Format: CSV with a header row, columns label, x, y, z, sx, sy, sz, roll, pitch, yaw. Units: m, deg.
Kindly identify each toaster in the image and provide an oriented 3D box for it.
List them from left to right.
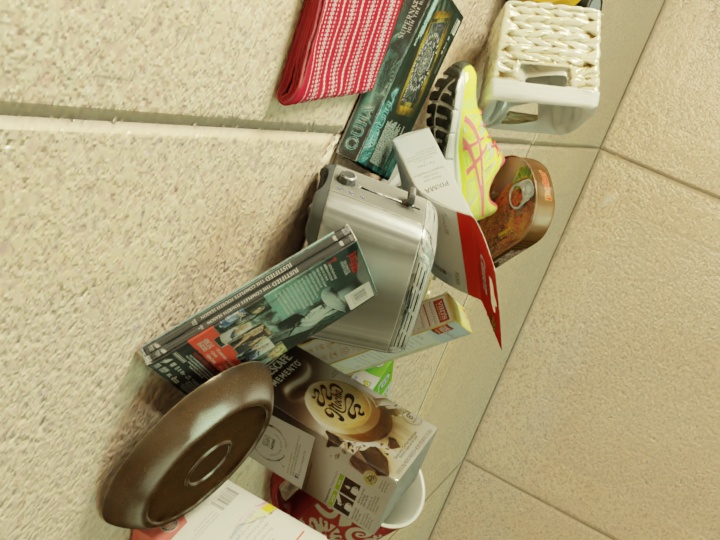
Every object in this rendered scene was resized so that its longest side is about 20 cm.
label,x,y,z,sx,sy,sz,roll,pitch,yaw
toaster,0.000,0.000,1.048,0.114,0.128,0.201,-77,-178,-60

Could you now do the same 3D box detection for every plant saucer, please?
label,x,y,z,sx,sy,sz,roll,pitch,yaw
plant saucer,-0.147,0.168,0.958,0.200,0.032,0.201,-41,160,-19

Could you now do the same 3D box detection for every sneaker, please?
label,x,y,z,sx,sy,sz,roll,pitch,yaw
sneaker,0.131,-0.152,1.265,0.078,0.089,0.202,-132,-140,-66

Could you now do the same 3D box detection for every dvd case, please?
label,x,y,z,sx,sy,sz,roll,pitch,yaw
dvd case,-0.081,0.043,0.916,0.199,0.022,0.146,-30,159,-2

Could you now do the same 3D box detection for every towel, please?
label,x,y,z,sx,sy,sz,roll,pitch,yaw
towel,-0.006,-0.220,0.934,0.200,0.022,0.146,-29,142,-64

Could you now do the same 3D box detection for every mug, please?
label,x,y,z,sx,sy,sz,roll,pitch,yaw
mug,-0.038,0.300,1.394,0.200,0.177,0.134,-45,-175,42

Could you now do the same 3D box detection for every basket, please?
label,x,y,z,sx,sy,sz,roll,pitch,yaw
basket,0.221,-0.251,1.317,0.200,0.134,0.125,76,20,-87

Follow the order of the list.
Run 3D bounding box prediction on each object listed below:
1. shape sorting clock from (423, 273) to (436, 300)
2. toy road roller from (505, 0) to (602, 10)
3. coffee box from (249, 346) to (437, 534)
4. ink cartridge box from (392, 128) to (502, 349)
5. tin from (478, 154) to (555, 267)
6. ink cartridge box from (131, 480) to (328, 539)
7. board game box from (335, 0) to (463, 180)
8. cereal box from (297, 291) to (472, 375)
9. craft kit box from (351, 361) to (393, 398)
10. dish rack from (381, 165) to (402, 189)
label,x,y,z,sx,sy,sz,roll,pitch,yaw
shape sorting clock,0.086,-0.024,1.387,0.200,0.039,0.202,-163,-90,-87
toy road roller,0.268,-0.415,1.341,0.201,0.122,0.146,-60,152,-15
coffee box,-0.036,0.169,1.099,0.113,0.199,0.080,-40,155,-57
ink cartridge box,0.094,-0.027,1.119,0.047,0.201,0.161,-19,145,-2
tin,0.172,-0.069,1.317,0.042,0.113,0.200,-2,161,-30
ink cartridge box,-0.114,0.289,1.031,0.116,0.199,0.068,-40,152,-54
board game box,0.044,-0.200,1.109,0.201,0.028,0.135,-65,164,3
cereal box,0.025,0.082,1.227,0.199,0.040,0.144,-20,167,9
craft kit box,-0.019,0.243,1.552,0.198,0.048,0.201,-57,163,-32
dish rack,0.016,-0.040,1.236,0.200,0.043,0.172,-53,161,-36
